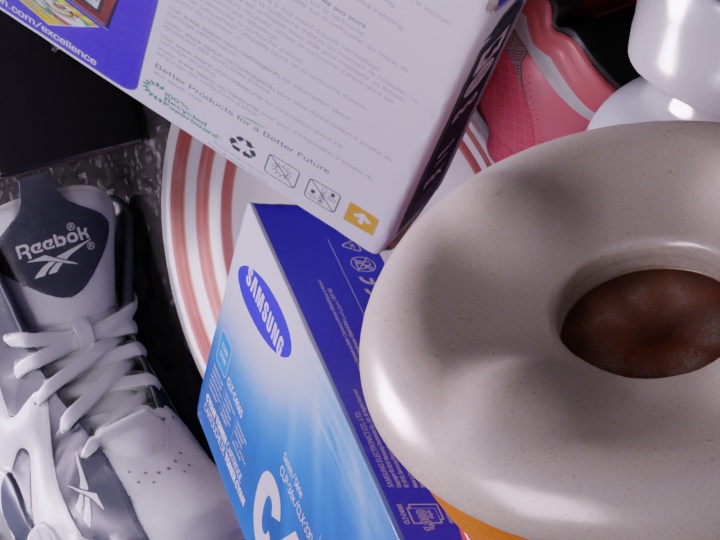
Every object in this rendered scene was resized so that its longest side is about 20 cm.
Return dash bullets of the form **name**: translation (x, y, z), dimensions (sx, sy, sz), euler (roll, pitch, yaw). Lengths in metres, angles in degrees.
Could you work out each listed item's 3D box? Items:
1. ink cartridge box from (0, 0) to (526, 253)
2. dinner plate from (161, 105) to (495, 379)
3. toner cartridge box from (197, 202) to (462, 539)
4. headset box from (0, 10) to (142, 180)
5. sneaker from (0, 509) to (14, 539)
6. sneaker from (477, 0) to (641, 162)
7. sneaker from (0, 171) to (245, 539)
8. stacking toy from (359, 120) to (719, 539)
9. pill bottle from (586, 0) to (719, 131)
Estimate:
- **ink cartridge box**: translation (-0.045, -0.112, 0.807), dimensions (0.198, 0.043, 0.200), euler (34, 152, 5)
- **dinner plate**: translation (0.000, 0.000, 0.957), dimensions (0.200, 0.024, 0.201), euler (18, 115, 44)
- **toner cartridge box**: translation (-0.003, 0.072, 0.875), dimensions (0.200, 0.043, 0.095), euler (-116, 35, -50)
- **headset box**: translation (-0.177, -0.108, 1.072), dimensions (0.200, 0.077, 0.149), euler (-6, 99, 47)
- **sneaker**: translation (-0.122, 0.127, 1.077), dimensions (0.200, 0.100, 0.075), euler (21, 117, 40)
- **sneaker**: translation (0.025, -0.118, 0.851), dimensions (0.087, 0.074, 0.200), euler (-41, 73, 48)
- **sneaker**: translation (-0.111, 0.032, 1.039), dimensions (0.199, 0.079, 0.130), euler (38, 136, 53)
- **stacking toy**: translation (0.083, 0.074, 0.699), dimensions (0.146, 0.146, 0.200), euler (30, 145, 37)
- **pill bottle**: translation (0.112, 0.008, 0.773), dimensions (0.109, 0.109, 0.200), euler (29, 123, 38)
